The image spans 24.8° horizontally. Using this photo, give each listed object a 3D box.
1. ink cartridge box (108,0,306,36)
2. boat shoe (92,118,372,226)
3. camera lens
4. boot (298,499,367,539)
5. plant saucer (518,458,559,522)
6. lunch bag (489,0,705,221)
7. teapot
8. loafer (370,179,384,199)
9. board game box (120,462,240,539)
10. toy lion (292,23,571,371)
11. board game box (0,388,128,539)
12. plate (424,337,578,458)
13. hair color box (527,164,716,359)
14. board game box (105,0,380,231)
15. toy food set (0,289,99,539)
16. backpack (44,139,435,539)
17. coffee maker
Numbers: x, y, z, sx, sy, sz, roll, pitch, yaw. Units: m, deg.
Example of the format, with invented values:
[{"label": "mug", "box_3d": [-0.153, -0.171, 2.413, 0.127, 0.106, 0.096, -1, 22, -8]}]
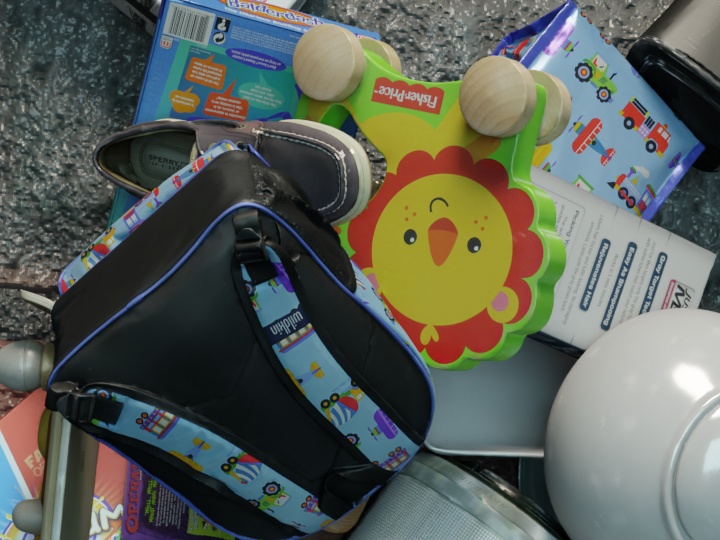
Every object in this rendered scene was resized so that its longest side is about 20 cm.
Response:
[{"label": "ink cartridge box", "box_3d": [-0.123, -0.247, 1.168, 0.200, 0.084, 0.145, 39, 79, -7]}, {"label": "boat shoe", "box_3d": [-0.085, -0.060, 1.023, 0.065, 0.199, 0.073, -15, 111, -52]}, {"label": "camera lens", "box_3d": [0.048, 0.237, 1.110, 0.160, 0.160, 0.201, 38, 79, -5]}, {"label": "boot", "box_3d": [-0.038, 0.133, 1.137, 0.072, 0.200, 0.167, 35, 114, -12]}, {"label": "plant saucer", "box_3d": [0.209, 0.154, 1.220, 0.198, 0.027, 0.202, 1, 83, -11]}, {"label": "lunch bag", "box_3d": [0.127, -0.062, 1.159, 0.151, 0.094, 0.201, 44, 63, -14]}, {"label": "teapot", "box_3d": [0.218, 0.125, 1.029, 0.195, 0.146, 0.202, -5, 101, -20]}, {"label": "loafer", "box_3d": [0.000, 0.000, 1.124, 0.076, 0.200, 0.068, 41, 122, 2]}, {"label": "board game box", "box_3d": [-0.101, 0.082, 1.075, 0.032, 0.119, 0.202, 11, 82, -53]}, {"label": "toy lion", "box_3d": [0.037, -0.040, 1.008, 0.199, 0.068, 0.194, 16, 95, 31]}, {"label": "board game box", "box_3d": [-0.203, 0.195, 1.126, 0.153, 0.040, 0.200, -40, 93, -12]}, {"label": "plate", "box_3d": [0.131, 0.061, 1.171, 0.197, 0.032, 0.201, 6, 48, -10]}, {"label": "hair color box", "box_3d": [0.131, -0.003, 1.093, 0.199, 0.060, 0.101, 24, 83, -22]}, {"label": "board game box", "box_3d": [-0.085, -0.084, 1.127, 0.151, 0.045, 0.201, 14, 115, -10]}, {"label": "toy food set", "box_3d": [-0.205, 0.119, 1.040, 0.060, 0.144, 0.202, 5, 83, -2]}, {"label": "backpack", "box_3d": [-0.061, 0.051, 0.955, 0.182, 0.135, 0.200, -41, 117, 11]}, {"label": "coffee maker", "box_3d": [0.288, -0.194, 1.187, 0.134, 0.193, 0.200, 30, 71, 31]}]
